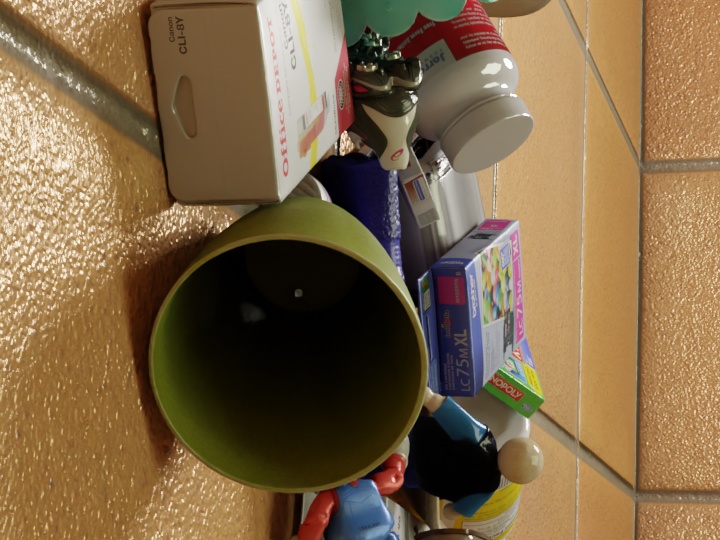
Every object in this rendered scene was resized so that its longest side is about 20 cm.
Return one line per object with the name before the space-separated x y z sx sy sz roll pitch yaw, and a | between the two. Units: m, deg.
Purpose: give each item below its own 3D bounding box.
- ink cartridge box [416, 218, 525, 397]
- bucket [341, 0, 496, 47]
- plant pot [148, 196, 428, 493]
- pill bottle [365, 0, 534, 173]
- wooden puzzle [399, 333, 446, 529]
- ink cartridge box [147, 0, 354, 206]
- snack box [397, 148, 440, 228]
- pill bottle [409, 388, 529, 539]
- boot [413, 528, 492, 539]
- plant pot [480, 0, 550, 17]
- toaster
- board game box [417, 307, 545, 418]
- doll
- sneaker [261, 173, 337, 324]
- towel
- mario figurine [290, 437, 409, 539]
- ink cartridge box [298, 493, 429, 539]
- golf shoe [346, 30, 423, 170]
ink cartridge box | 0.103 0.035 1.562 0.200 0.041 0.121 -34 123 -62
bucket | 0.028 -0.278 1.424 0.207 0.205 0.136 -55 130 -63
plant pot | -0.044 0.026 1.237 0.200 0.185 0.189 -84 167 -68
pill bottle | 0.073 -0.192 1.572 0.201 0.112 0.112 61 7 21
wooden puzzle | 0.052 0.131 1.621 0.185 0.037 0.203 -142 -136 -75
ink cartridge box | -0.074 -0.145 1.266 0.200 0.082 0.147 -55 141 -63
snack box | 0.019 -0.133 1.531 0.072 0.024 0.201 64 3 -55
pill bottle | 0.107 0.212 1.760 0.201 0.113 0.115 93 9 -46
boot | 0.073 0.305 1.486 0.200 0.069 0.148 77 19 -72
plant pot | 0.099 -0.345 1.732 0.133 0.199 0.203 -15 107 -35
toaster | 0.049 -0.054 1.632 0.200 0.112 0.131 -49 132 -62
board game box | 0.111 0.050 1.735 0.134 0.029 0.201 34 21 -22
doll | 0.061 0.154 1.497 0.049 0.198 0.138 -51 140 -49
sneaker | -0.037 0.031 1.407 0.114 0.072 0.203 54 38 -67
towel | 0.000 0.000 1.495 0.148 0.049 0.203 -166 -109 -77
mario figurine | -0.011 0.195 1.434 0.123 0.105 0.202 1 69 -62
ink cartridge box | 0.003 0.264 1.530 0.200 0.067 0.118 46 47 -67
golf shoe | -0.003 -0.146 1.443 0.200 0.076 0.089 -125 -151 -67
